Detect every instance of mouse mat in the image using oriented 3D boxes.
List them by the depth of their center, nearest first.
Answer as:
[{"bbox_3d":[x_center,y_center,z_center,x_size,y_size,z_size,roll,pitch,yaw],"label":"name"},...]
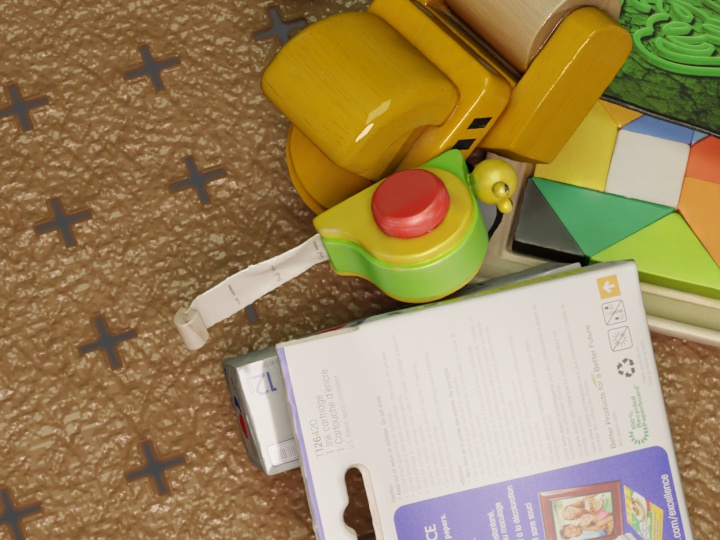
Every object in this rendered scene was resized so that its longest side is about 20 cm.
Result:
[{"bbox_3d":[0.165,-0.153,1.497,0.200,0.008,0.161,21,47,11],"label":"mouse mat"}]

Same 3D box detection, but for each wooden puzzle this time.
[{"bbox_3d":[0.166,-0.057,1.455,0.185,0.037,0.200,13,62,5],"label":"wooden puzzle"}]

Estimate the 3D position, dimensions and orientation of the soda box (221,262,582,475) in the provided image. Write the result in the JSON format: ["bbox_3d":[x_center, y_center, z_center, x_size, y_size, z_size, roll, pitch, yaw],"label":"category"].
[{"bbox_3d":[0.029,0.052,1.361,0.200,0.068,0.064,-17,94,-10],"label":"soda box"}]

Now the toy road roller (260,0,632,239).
[{"bbox_3d":[0.037,-0.109,1.378,0.123,0.146,0.200,45,104,31],"label":"toy road roller"}]

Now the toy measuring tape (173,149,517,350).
[{"bbox_3d":[0.000,0.000,1.318,0.200,0.074,0.074,-29,66,-7],"label":"toy measuring tape"}]

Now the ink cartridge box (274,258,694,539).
[{"bbox_3d":[0.069,0.111,1.312,0.200,0.047,0.198,-12,92,-8],"label":"ink cartridge box"}]
